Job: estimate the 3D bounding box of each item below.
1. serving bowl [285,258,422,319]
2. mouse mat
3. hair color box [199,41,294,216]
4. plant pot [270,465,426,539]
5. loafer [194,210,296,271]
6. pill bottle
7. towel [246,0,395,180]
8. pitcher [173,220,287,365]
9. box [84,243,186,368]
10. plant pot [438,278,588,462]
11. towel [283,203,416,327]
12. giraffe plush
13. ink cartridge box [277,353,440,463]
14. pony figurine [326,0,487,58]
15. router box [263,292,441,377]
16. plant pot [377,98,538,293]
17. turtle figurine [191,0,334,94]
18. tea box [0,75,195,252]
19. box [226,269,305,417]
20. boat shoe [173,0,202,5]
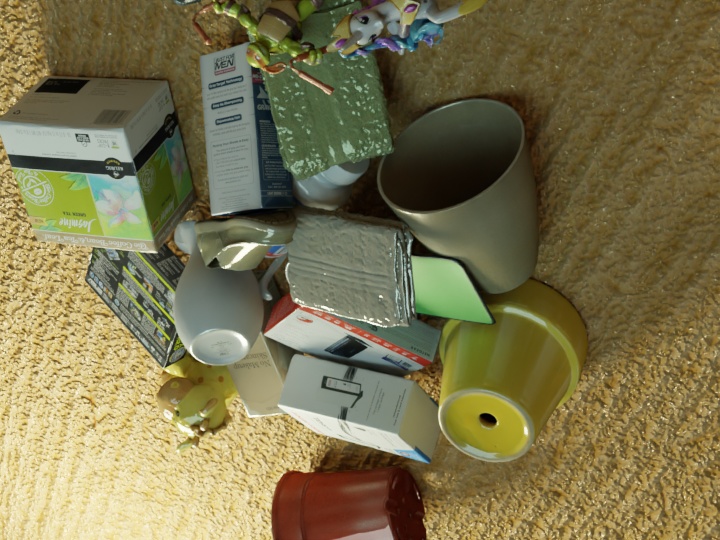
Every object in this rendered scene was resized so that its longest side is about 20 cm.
[{"bbox_3d":[0.000,0.000,1.620,0.197,0.066,0.201,14,153,7],"label":"serving bowl"},{"bbox_3d":[0.063,0.017,1.516,0.198,0.008,0.161,10,153,30],"label":"mouse mat"},{"bbox_3d":[-0.142,-0.173,1.486,0.099,0.060,0.203,-4,90,42],"label":"hair color box"},{"bbox_3d":[-0.010,0.401,1.891,0.193,0.202,0.202,-14,120,22],"label":"plant pot"},{"bbox_3d":[-0.141,-0.035,1.495,0.199,0.075,0.069,-1,97,57],"label":"loafer"},{"bbox_3d":[-0.079,-0.110,1.555,0.112,0.113,0.200,42,130,-12],"label":"pill bottle"},{"bbox_3d":[-0.044,-0.222,1.432,0.146,0.036,0.203,-15,96,5],"label":"towel"},{"bbox_3d":[-0.170,0.018,1.623,0.169,0.202,0.122,-13,140,6],"label":"pitcher"},{"bbox_3d":[-0.319,0.022,1.762,0.200,0.044,0.161,44,135,19],"label":"box"},{"bbox_3d":[0.189,0.141,1.584,0.198,0.190,0.203,12,130,14],"label":"plant pot"},{"bbox_3d":[-0.015,-0.008,1.463,0.198,0.034,0.134,13,116,38],"label":"towel"},{"bbox_3d":[-0.246,0.190,1.833,0.197,0.163,0.174,11,130,16],"label":"giraffe plush"},{"bbox_3d":[0.002,0.198,1.714,0.198,0.085,0.146,10,161,28],"label":"ink cartridge box"},{"bbox_3d":[0.053,-0.312,1.304,0.198,0.194,0.168,-22,120,14],"label":"pony figurine"},{"bbox_3d":[-0.013,0.087,1.655,0.198,0.049,0.179,25,156,-14],"label":"router box"},{"bbox_3d":[0.144,-0.071,1.458,0.185,0.189,0.201,-7,136,28],"label":"plant pot"},{"bbox_3d":[-0.080,-0.286,1.372,0.199,0.162,0.065,29,167,20],"label":"turtle figurine"},{"bbox_3d":[-0.355,-0.147,1.633,0.197,0.134,0.199,5,129,20],"label":"tea box"},{"bbox_3d":[-0.150,0.109,1.761,0.094,0.078,0.202,-11,111,31],"label":"box"},{"bbox_3d":[-0.167,-0.371,1.415,0.199,0.066,0.072,-23,115,36],"label":"boat shoe"}]
